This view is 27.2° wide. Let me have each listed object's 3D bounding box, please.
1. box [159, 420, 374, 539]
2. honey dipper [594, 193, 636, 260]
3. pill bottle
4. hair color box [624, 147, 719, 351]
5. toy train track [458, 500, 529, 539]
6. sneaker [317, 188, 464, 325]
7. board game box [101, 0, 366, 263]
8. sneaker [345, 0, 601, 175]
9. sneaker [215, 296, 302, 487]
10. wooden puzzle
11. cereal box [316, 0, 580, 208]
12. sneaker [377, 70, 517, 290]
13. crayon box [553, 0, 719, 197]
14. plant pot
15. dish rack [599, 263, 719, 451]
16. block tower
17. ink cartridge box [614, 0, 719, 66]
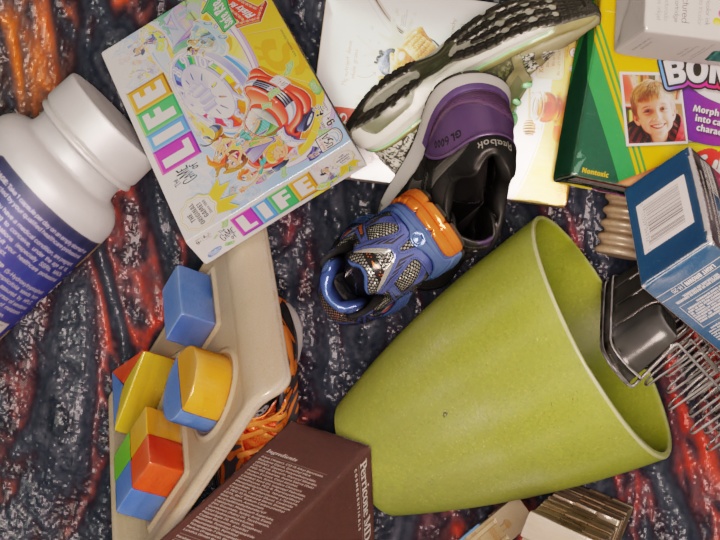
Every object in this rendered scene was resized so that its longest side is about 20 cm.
[{"bbox_3d":[-0.069,0.197,0.990,0.075,0.200,0.101,13,122,27],"label":"box"},{"bbox_3d":[0.213,-0.108,1.108,0.038,0.038,0.201,12,89,3],"label":"honey dipper"},{"bbox_3d":[-0.251,-0.044,1.096,0.200,0.120,0.120,-42,89,4],"label":"pill bottle"},{"bbox_3d":[0.271,0.014,1.025,0.200,0.100,0.060,36,125,-29],"label":"hair color box"},{"bbox_3d":[0.046,0.224,1.040,0.200,0.033,0.115,-33,84,-34],"label":"toy train track"},{"bbox_3d":[0.000,0.000,1.046,0.078,0.200,0.076,-31,84,-22],"label":"sneaker"},{"bbox_3d":[-0.095,-0.118,1.074,0.134,0.034,0.201,-32,56,4],"label":"board game box"},{"bbox_3d":[0.089,-0.125,1.061,0.199,0.077,0.089,-28,116,18],"label":"sneaker"},{"bbox_3d":[-0.079,0.117,1.092,0.077,0.112,0.202,-4,91,4],"label":"sneaker"},{"bbox_3d":[-0.128,0.079,1.035,0.046,0.186,0.200,24,121,-27],"label":"wooden puzzle"},{"bbox_3d":[0.064,-0.130,1.113,0.199,0.040,0.145,7,92,3],"label":"cereal box"},{"bbox_3d":[0.060,-0.037,1.037,0.075,0.201,0.088,-1,50,-11],"label":"sneaker"},{"bbox_3d":[0.253,-0.131,1.069,0.199,0.058,0.174,11,87,-7],"label":"crayon box"},{"bbox_3d":[0.088,0.092,1.061,0.199,0.187,0.188,-30,89,18],"label":"plant pot"},{"bbox_3d":[0.254,0.085,1.050,0.055,0.154,0.200,-41,98,22],"label":"dish rack"},{"bbox_3d":[0.147,0.190,1.036,0.054,0.200,0.058,20,92,16],"label":"block tower"},{"bbox_3d":[0.279,-0.199,1.014,0.199,0.067,0.117,5,84,-9],"label":"ink cartridge box"}]
